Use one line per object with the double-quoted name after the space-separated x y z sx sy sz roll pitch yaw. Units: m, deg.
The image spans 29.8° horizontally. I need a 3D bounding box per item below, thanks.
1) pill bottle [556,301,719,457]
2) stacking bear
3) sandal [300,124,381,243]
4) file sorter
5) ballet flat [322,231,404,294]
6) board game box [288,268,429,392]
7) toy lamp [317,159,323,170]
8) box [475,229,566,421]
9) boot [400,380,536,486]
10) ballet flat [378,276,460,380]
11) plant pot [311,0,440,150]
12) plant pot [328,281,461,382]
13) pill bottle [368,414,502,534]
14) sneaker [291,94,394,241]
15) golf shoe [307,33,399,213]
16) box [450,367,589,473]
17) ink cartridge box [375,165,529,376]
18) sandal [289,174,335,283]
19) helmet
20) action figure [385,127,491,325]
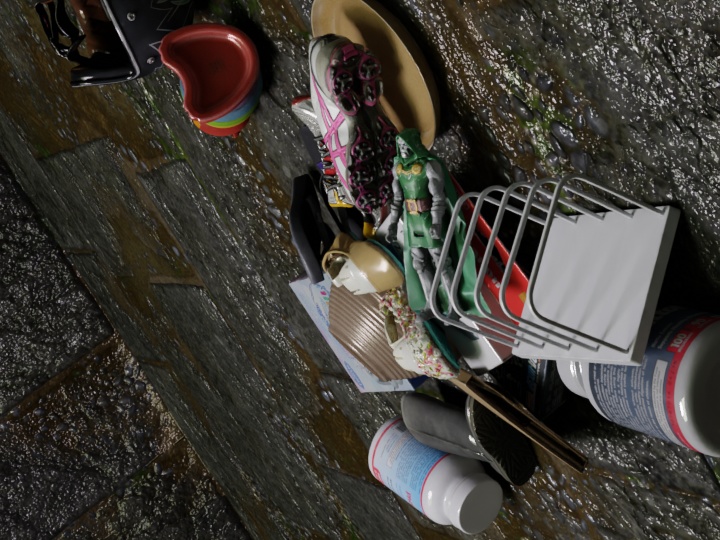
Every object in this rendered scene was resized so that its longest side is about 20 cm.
0.271 0.089 1.225 0.199 0.119 0.120 13 136 60 "pill bottle"
-0.180 -0.229 1.729 0.122 0.113 0.200 64 172 9 "stacking bear"
-0.028 -0.093 1.700 0.201 0.043 0.076 61 159 -18 "sandal"
0.165 -0.003 1.219 0.123 0.140 0.200 21 171 -21 "file sorter"
0.000 0.000 1.549 0.069 0.063 0.200 49 175 -13 "ballet flat"
-0.003 0.080 1.923 0.201 0.043 0.199 57 158 -8 "board game box"
0.021 -0.058 1.633 0.201 0.058 0.058 57 160 -5 "toy lamp"
0.166 0.057 1.508 0.159 0.046 0.201 43 157 28 "box"
0.127 0.192 1.776 0.199 0.072 0.183 28 148 51 "boot"
0.063 0.076 1.522 0.076 0.064 0.200 48 -170 -25 "ballet flat"
0.021 -0.213 1.426 0.200 0.027 0.201 44 157 24 "plant pot"
0.025 0.074 1.703 0.200 0.093 0.201 41 173 6 "plant pot"
0.108 0.292 1.925 0.199 0.108 0.110 30 149 48 "pill bottle"
-0.013 -0.115 1.526 0.200 0.082 0.078 51 173 -18 "sneaker"
-0.008 -0.159 1.445 0.092 0.072 0.202 37 145 52 "golf shoe"
0.173 0.164 1.556 0.163 0.021 0.200 36 178 -3 "box"
0.107 0.005 1.431 0.201 0.045 0.176 54 161 5 "ink cartridge box"
-0.059 -0.063 1.710 0.201 0.042 0.077 -96 -14 -53 "sandal"
-0.302 -0.333 1.707 0.189 0.201 0.201 -14 119 24 "helmet"
0.066 -0.046 1.375 0.117 0.054 0.202 1 109 44 "action figure"
